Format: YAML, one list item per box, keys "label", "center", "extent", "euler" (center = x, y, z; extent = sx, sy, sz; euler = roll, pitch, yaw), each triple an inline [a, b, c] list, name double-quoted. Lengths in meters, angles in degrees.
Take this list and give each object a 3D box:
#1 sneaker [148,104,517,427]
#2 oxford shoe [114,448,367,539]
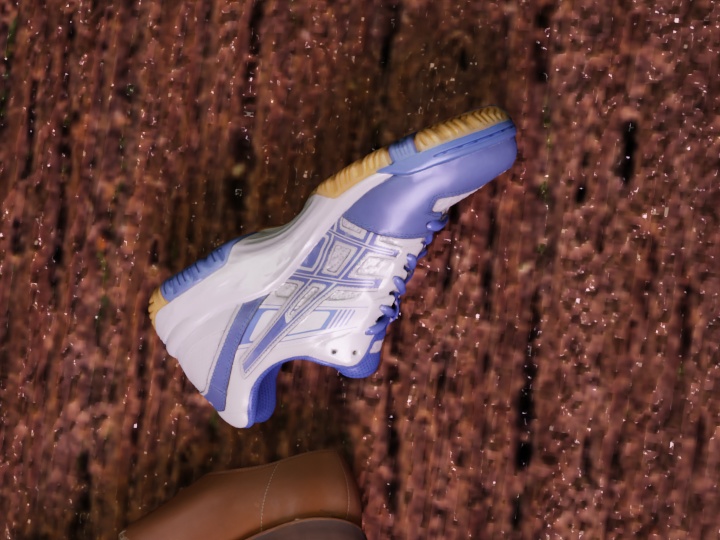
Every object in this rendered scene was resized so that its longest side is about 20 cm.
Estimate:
- label: "sneaker"
  center: [0.000, 0.000, 0.861]
  extent: [0.200, 0.075, 0.088]
  euler: [-33, 87, 20]
- label: "oxford shoe"
  center: [-0.086, 0.138, 0.881]
  extent: [0.200, 0.071, 0.071]
  euler: [-19, 49, 17]
